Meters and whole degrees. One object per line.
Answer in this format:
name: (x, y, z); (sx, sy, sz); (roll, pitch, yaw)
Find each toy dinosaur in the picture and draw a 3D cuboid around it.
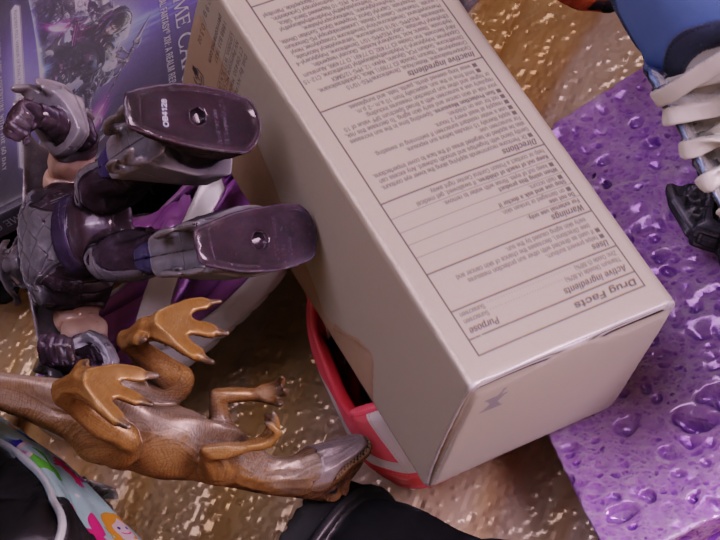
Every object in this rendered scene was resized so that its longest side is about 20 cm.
toy dinosaur: (-0.094, 0.054, 0.721); (0.200, 0.106, 0.060); (17, 55, -3)

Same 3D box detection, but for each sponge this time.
sponge: (0.112, 0.017, 0.788); (0.112, 0.030, 0.200); (-30, 53, 6)

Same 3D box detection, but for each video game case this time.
video game case: (-0.150, -0.083, 0.905); (0.200, 0.019, 0.143); (-24, 50, 16)

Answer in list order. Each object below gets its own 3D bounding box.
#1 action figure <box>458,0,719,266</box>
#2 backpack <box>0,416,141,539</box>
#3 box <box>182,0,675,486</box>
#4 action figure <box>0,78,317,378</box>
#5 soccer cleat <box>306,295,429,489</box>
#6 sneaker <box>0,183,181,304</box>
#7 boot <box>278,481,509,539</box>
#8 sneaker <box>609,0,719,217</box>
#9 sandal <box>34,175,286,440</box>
action figure: (0.140, -0.111, 0.775); (0.193, 0.105, 0.200); (16, 54, -10)
backpack: (-0.171, 0.141, 0.768); (0.178, 0.151, 0.200); (-50, 44, -8)
box: (0.020, -0.030, 0.746); (0.095, 0.078, 0.200); (-19, 63, -25)
action figure: (-0.103, -0.018, 0.776); (0.200, 0.069, 0.130); (-18, 86, 54)
soccer cleat: (0.000, 0.000, 0.822); (0.067, 0.076, 0.200); (-25, 54, 10)
sneaker: (-0.108, -0.037, 0.906); (0.200, 0.066, 0.091); (-20, 57, 18)
boot: (0.015, 0.173, 0.701); (0.168, 0.076, 0.200); (12, 60, 41)
sneaker: (0.147, -0.027, 0.683); (0.081, 0.200, 0.147); (-25, 35, 49)
sandal: (-0.083, 0.000, 0.839); (0.203, 0.050, 0.082); (-45, 34, 19)
